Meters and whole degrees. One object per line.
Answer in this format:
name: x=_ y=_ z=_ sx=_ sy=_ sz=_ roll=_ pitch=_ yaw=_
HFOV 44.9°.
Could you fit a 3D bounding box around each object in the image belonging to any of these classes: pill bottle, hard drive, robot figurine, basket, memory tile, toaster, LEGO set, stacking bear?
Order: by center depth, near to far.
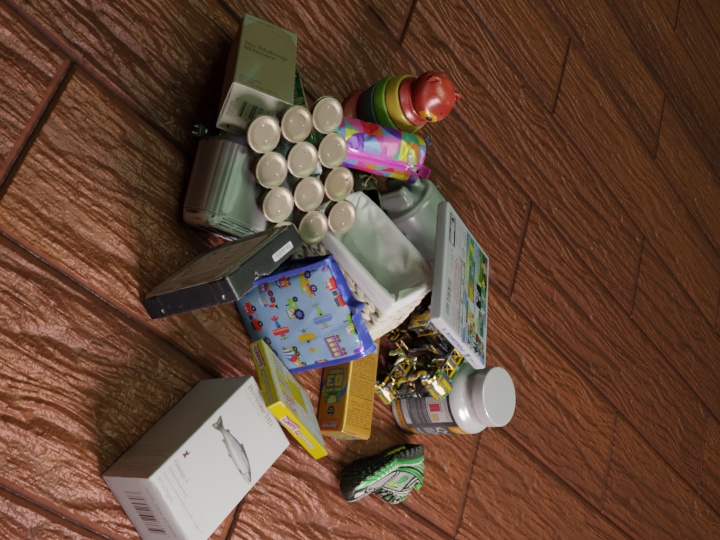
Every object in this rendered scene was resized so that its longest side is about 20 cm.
hard drive: x=-0.184 y=0.002 z=1.143 sx=0.140 sy=0.197 sz=0.038 roll=-43 pitch=110 yaw=-41
memory tile: x=-0.078 y=-0.130 z=1.206 sx=0.151 sy=0.017 sz=0.204 roll=-22 pitch=119 yaw=-26
toaster: x=-0.168 y=-0.110 z=1.236 sx=0.198 sy=0.112 sz=0.132 roll=23 pitch=80 yaw=-44
basket: x=0.000 y=0.000 z=1.343 sx=0.200 sy=0.124 sz=0.134 roll=47 pitch=41 yaw=17
LEGO set: x=0.079 y=0.128 z=1.419 sx=0.116 sy=0.199 sz=0.154 roll=50 pitch=63 yaw=-17
pill bottle: x=0.155 y=0.217 z=1.470 sx=0.115 sy=0.197 sz=0.120 roll=11 pitch=75 yaw=-44
stacking bear: x=0.075 y=-0.278 z=1.477 sx=0.121 sy=0.197 sz=0.116 roll=35 pitch=58 yaw=-36
robot figurine: x=0.111 y=-0.079 z=1.541 sx=0.201 sy=0.111 sz=0.171 roll=53 pitch=51 yaw=-27

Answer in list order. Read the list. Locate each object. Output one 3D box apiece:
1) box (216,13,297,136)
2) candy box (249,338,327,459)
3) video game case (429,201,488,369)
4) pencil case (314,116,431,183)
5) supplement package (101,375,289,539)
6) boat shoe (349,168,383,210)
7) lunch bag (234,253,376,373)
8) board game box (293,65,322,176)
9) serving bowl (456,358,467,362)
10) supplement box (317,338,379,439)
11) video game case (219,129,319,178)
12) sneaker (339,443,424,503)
box: x=-0.146 y=-0.275 z=1.252 sx=0.093 sy=0.078 sz=0.203 roll=17 pitch=40 yaw=-18
candy box: x=-0.100 y=0.186 z=1.235 sx=0.201 sy=0.026 sz=0.104 roll=62 pitch=7 yaw=-54
video game case: x=0.159 y=0.025 z=1.369 sx=0.182 sy=0.022 sz=0.204 roll=45 pitch=43 yaw=-49
pencil case: x=0.017 y=-0.199 z=1.418 sx=0.196 sy=0.088 sz=0.091 roll=9 pitch=74 yaw=-23
supplement package: x=-0.209 y=0.244 z=1.130 sx=0.200 sy=0.116 sz=0.119 roll=-45 pitch=114 yaw=-42
boat shoe: x=0.004 y=-0.130 z=1.475 sx=0.071 sy=0.059 sz=0.206 roll=-6 pitch=87 yaw=-46
lunch bag: x=-0.073 y=0.062 z=1.251 sx=0.094 sy=0.197 sz=0.153 roll=-37 pitch=109 yaw=-43
board game box: x=-0.085 y=-0.226 z=1.294 sx=0.201 sy=0.023 sz=0.107 roll=-104 pitch=-178 yaw=-60
serving bowl: x=0.172 y=0.071 z=1.540 sx=0.200 sy=0.064 sz=0.206 roll=9 pitch=90 yaw=-75
supplement box: x=-0.017 y=0.163 z=1.392 sx=0.068 sy=0.066 sz=0.205 roll=21 pitch=67 yaw=-42
video game case: x=-0.136 y=-0.198 z=1.366 sx=0.198 sy=0.017 sz=0.147 roll=19 pitch=69 yaw=-44
sneaker: x=0.045 y=0.342 z=1.415 sx=0.198 sy=0.077 sz=0.088 roll=-6 pitch=87 yaw=-48
